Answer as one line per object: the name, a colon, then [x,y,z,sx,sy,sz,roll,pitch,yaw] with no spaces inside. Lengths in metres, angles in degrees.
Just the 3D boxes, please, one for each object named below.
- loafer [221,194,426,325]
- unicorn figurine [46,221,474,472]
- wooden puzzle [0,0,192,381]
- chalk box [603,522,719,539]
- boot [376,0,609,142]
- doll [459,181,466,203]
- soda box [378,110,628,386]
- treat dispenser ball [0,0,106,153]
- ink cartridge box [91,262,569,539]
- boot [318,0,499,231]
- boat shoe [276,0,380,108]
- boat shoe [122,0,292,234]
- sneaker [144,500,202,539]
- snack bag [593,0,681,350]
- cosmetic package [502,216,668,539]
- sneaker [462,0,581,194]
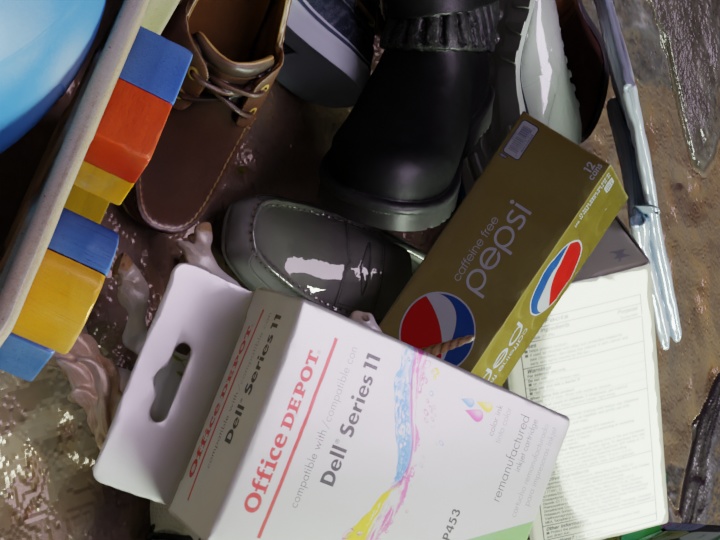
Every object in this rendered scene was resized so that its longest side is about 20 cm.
loafer: [0.000,0.000,0.796,0.199,0.069,0.071,20,71,-46]
unicorn figurine: [-0.064,0.043,0.686,0.199,0.074,0.138,-32,78,-29]
wooden puzzle: [-0.128,-0.019,0.567,0.046,0.185,0.202,29,63,-14]
chalk box: [0.210,0.253,0.973,0.124,0.123,0.203,-6,90,-48]
boot: [0.094,-0.177,0.931,0.198,0.068,0.191,-11,106,-43]
doll: [0.118,-0.053,0.952,0.200,0.048,0.137,42,77,-36]
soda box: [0.069,0.016,0.758,0.201,0.064,0.068,-55,156,1]
treat dispenser ball: [-0.192,-0.129,0.491,0.199,0.199,0.204,7,81,-48]
ink cartridge box: [-0.012,0.085,0.624,0.198,0.067,0.119,24,84,-24]
boot: [0.034,-0.132,0.745,0.212,0.078,0.160,-62,161,-56]
boat shoe: [-0.055,-0.181,0.759,0.200,0.070,0.092,38,58,-48]
boat shoe: [-0.077,-0.107,0.666,0.071,0.068,0.202,10,111,-29]
sneaker: [-0.089,0.183,0.672,0.087,0.075,0.203,-6,88,-44]
snack bag: [0.185,-0.078,0.907,0.190,0.021,0.202,-84,160,-57]
cosmetic package: [0.140,0.074,0.876,0.088,0.102,0.202,-106,-174,-62]
sneaker: [0.108,-0.132,0.881,0.080,0.076,0.203,2,87,-41]
